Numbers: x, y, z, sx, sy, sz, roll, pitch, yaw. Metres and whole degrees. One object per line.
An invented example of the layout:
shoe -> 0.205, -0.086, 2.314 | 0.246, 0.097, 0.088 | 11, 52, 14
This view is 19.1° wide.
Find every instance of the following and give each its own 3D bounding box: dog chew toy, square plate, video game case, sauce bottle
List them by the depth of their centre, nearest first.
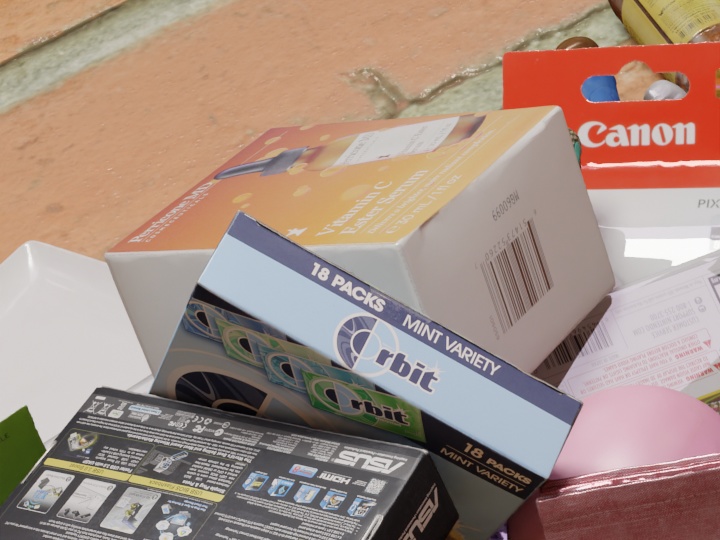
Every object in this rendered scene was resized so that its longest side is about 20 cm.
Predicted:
dog chew toy -> 0.168, 0.141, 0.985 | 0.199, 0.125, 0.125 | 33, 55, 6
video game case -> 0.175, 0.086, 1.081 | 0.199, 0.023, 0.183 | -20, 68, -6
square plate -> -0.195, 0.072, 1.306 | 0.197, 0.029, 0.200 | 16, 50, 35
sauce bottle -> 0.204, -0.176, 1.414 | 0.066, 0.066, 0.200 | -21, 41, -3

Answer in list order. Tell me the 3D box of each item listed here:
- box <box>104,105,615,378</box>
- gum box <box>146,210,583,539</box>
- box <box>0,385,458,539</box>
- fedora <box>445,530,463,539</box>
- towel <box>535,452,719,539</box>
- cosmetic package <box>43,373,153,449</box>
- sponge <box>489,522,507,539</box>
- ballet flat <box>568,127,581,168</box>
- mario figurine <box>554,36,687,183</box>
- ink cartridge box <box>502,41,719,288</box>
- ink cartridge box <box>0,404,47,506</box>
box -> 0.000, 0.000, 1.087 | 0.199, 0.107, 0.152 | -2, 28, 40
gum box -> -0.011, 0.071, 0.978 | 0.169, 0.200, 0.045 | 30, 61, -1
box -> -0.080, 0.132, 0.916 | 0.199, 0.049, 0.161 | 7, 47, 37
fedora -> -0.029, 0.188, 0.930 | 0.199, 0.082, 0.201 | -17, 38, 14
towel -> 0.164, 0.167, 0.925 | 0.143, 0.201, 0.023 | -10, 22, 10
cosmetic package -> -0.121, 0.131, 1.157 | 0.199, 0.071, 0.101 | -33, 57, -17
sponge -> 0.040, 0.122, 1.098 | 0.199, 0.030, 0.112 | -7, 68, -2
ballet flat -> 0.043, -0.048, 1.190 | 0.199, 0.068, 0.076 | -6, 48, 42
mario figurine -> 0.133, -0.071, 1.278 | 0.105, 0.124, 0.200 | -4, 32, -12
ink cartridge box -> 0.146, -0.024, 1.173 | 0.162, 0.201, 0.057 | -1, 3, 21
ink cartridge box -> -0.170, 0.189, 1.021 | 0.147, 0.201, 0.076 | -34, 42, -18
